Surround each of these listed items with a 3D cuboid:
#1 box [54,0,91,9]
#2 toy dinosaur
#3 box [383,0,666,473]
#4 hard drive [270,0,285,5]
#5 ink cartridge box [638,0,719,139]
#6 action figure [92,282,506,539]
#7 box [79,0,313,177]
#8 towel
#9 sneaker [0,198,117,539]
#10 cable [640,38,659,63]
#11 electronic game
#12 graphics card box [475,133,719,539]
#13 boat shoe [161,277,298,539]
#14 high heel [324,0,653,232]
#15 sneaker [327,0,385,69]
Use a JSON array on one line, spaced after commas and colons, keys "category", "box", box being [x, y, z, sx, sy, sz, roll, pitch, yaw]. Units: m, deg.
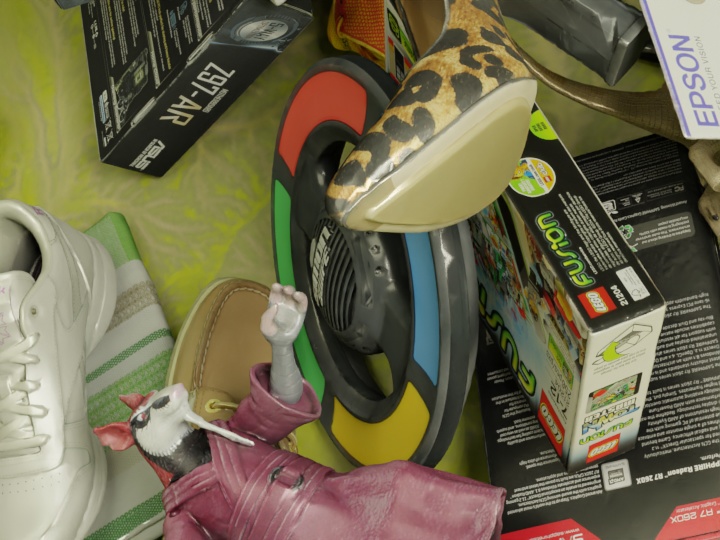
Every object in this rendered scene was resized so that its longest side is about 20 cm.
[{"category": "box", "box": [-0.079, -0.234, 0.763, 0.198, 0.051, 0.159, -17, 57, 7]}, {"category": "toy dinosaur", "box": [0.162, -0.065, 0.692, 0.198, 0.058, 0.102, -2, 52, -8]}, {"category": "box", "box": [0.065, -0.023, 0.664, 0.034, 0.111, 0.201, -19, 55, -12]}, {"category": "hard drive", "box": [-0.001, -0.238, 0.786, 0.199, 0.025, 0.132, -38, 58, -5]}, {"category": "ink cartridge box", "box": [0.196, -0.128, 0.669, 0.198, 0.043, 0.200, -1, 60, -18]}, {"category": "action figure", "box": [-0.026, 0.106, 0.670, 0.199, 0.149, 0.134, 28, 69, 18]}, {"category": "box", "box": [-0.106, -0.182, 0.880, 0.160, 0.043, 0.202, -40, 51, 38]}, {"category": "towel", "box": [-0.160, 0.080, 0.841, 0.148, 0.031, 0.201, -31, 55, 8]}, {"category": "sneaker", "box": [-0.179, 0.058, 0.783, 0.074, 0.100, 0.202, -12, 61, 17]}, {"category": "cable", "box": [0.118, -0.195, 0.814, 0.096, 0.050, 0.202, -19, 59, 18]}, {"category": "electronic game", "box": [0.000, 0.000, 0.716, 0.041, 0.201, 0.201, -9, 55, -23]}, {"category": "graphics card box", "box": [0.116, 0.042, 0.706, 0.124, 0.051, 0.202, -17, 62, 19]}, {"category": "boat shoe", "box": [-0.059, 0.097, 0.742, 0.066, 0.073, 0.202, 153, 124, -62]}, {"category": "high heel", "box": [0.011, -0.091, 0.597, 0.142, 0.072, 0.200, 36, 46, 18]}, {"category": "sneaker", "box": [0.028, -0.127, 0.822, 0.077, 0.073, 0.201, -37, 46, 10]}]
